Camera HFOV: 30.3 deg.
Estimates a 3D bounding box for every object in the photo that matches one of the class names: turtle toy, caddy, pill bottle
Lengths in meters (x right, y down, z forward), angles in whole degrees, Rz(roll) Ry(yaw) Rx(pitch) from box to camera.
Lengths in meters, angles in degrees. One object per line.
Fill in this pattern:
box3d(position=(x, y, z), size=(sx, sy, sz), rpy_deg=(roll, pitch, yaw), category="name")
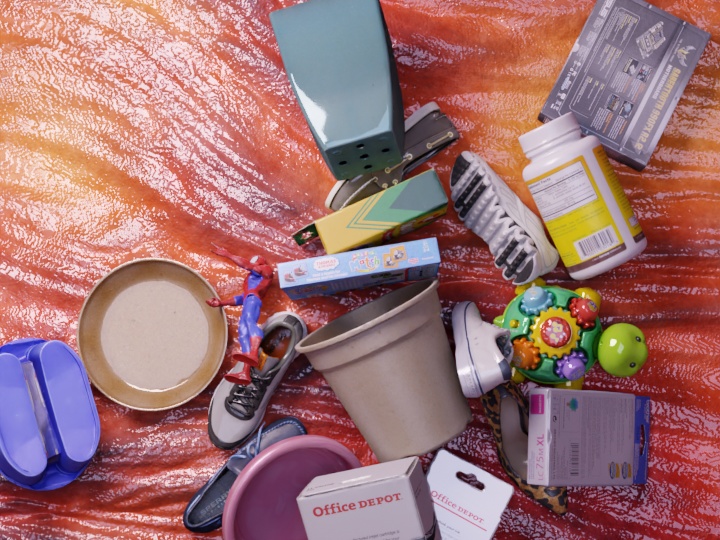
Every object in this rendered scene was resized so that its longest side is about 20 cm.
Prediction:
box3d(position=(0.268, 0.086, 1.704), size=(0.199, 0.101, 0.147), rpy_deg=(13, 85, 3), category="turtle toy")
box3d(position=(-0.416, 0.183, 1.717), size=(0.141, 0.105, 0.201), rpy_deg=(-14, 83, -22), category="caddy")
box3d(position=(0.279, -0.097, 1.708), size=(0.109, 0.109, 0.201), rpy_deg=(-26, 92, -1), category="pill bottle")

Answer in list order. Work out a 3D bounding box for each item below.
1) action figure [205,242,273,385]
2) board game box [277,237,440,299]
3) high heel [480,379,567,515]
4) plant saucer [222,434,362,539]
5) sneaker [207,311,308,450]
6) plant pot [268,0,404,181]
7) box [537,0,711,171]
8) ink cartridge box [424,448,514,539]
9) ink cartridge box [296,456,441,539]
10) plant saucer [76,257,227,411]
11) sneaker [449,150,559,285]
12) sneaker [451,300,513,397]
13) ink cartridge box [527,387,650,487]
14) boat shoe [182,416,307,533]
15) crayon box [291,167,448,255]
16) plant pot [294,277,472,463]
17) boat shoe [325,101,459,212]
box3d(position=(-0.164, 0.044, 1.698), size=(0.099, 0.065, 0.201), rpy_deg=(19, 42, -10), category="action figure")
box3d(position=(0.000, 0.000, 1.696), size=(0.199, 0.151, 0.037), rpy_deg=(-10, 83, 0), category="board game box")
box3d(position=(0.209, 0.224, 1.671), size=(0.071, 0.143, 0.201), rpy_deg=(-30, 84, -1), category="high heel")
box3d(position=(-0.086, 0.297, 1.680), size=(0.200, 0.051, 0.202), rpy_deg=(-9, 110, -26), category="plant saucer")
box3d(position=(-0.140, 0.140, 1.723), size=(0.074, 0.079, 0.201), rpy_deg=(30, 87, 3), category="sneaker")
box3d(position=(-0.016, -0.229, 1.691), size=(0.141, 0.141, 0.201), rpy_deg=(-16, 64, 4), category="plant pot")
box3d(position=(0.349, -0.256, 1.763), size=(0.158, 0.048, 0.201), rpy_deg=(27, 86, 4), category="box")
box3d(position=(0.103, 0.339, 1.700), size=(0.116, 0.068, 0.201), rpy_deg=(28, 87, 5), category="ink cartridge box")
box3d(position=(0.023, 0.340, 1.610), size=(0.146, 0.083, 0.201), rpy_deg=(-13, 97, 14), category="ink cartridge box")
box3d(position=(-0.272, 0.084, 1.754), size=(0.199, 0.035, 0.201), rpy_deg=(0, 84, 1), category="plant saucer")
box3d(position=(0.187, -0.071, 1.745), size=(0.081, 0.075, 0.201), rpy_deg=(-13, 64, -41), category="sneaker")
box3d(position=(0.157, 0.096, 1.667), size=(0.070, 0.200, 0.073), rpy_deg=(-14, 116, 7), category="sneaker")
box3d(position=(0.291, 0.212, 1.684), size=(0.199, 0.042, 0.120), rpy_deg=(7, 83, -38), category="ink cartridge box")
box3d(position=(-0.143, 0.272, 1.714), size=(0.084, 0.069, 0.200), rpy_deg=(42, 87, 5), category="boat shoe")
box3d(position=(0.014, -0.060, 1.716), size=(0.199, 0.127, 0.051), rpy_deg=(-24, 84, 0), category="crayon box")
box3d(position=(0.047, 0.135, 1.674), size=(0.200, 0.200, 0.184), rpy_deg=(-26, 95, -1), category="plant pot")
box3d(position=(0.042, -0.137, 1.749), size=(0.202, 0.072, 0.060), rpy_deg=(-41, 80, -6), category="boat shoe")
